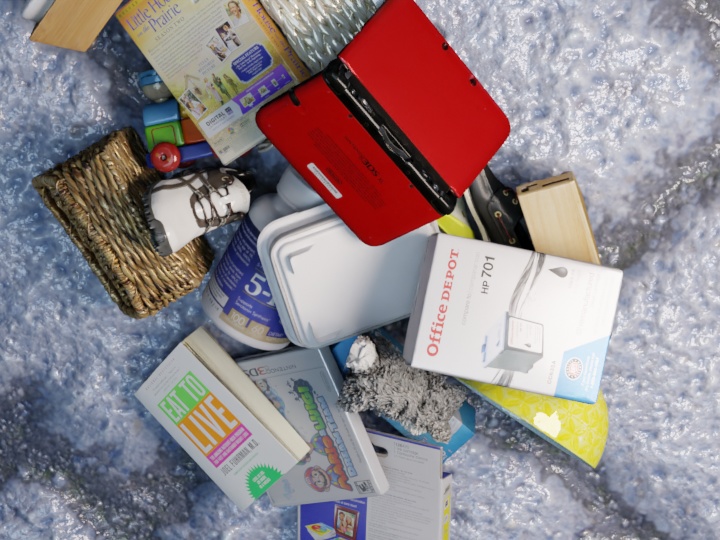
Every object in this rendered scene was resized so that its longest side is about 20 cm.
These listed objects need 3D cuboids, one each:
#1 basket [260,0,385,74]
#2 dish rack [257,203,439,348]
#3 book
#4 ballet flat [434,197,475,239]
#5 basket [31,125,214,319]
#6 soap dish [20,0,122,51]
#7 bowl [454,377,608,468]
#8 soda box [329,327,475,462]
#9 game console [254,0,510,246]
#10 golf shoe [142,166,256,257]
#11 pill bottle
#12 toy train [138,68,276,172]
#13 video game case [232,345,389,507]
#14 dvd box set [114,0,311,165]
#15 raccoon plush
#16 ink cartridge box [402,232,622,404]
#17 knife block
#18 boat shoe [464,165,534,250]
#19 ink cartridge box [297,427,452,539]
[{"bbox_3d":[-0.030,-0.288,1.372,0.123,0.136,0.200,-35,105,9],"label":"basket"},{"bbox_3d":[0.000,0.000,1.441,0.200,0.044,0.172,-20,121,-6],"label":"dish rack"},{"bbox_3d":[-0.172,0.185,1.600,0.200,0.048,0.134,46,125,2],"label":"book"},{"bbox_3d":[0.077,-0.075,1.498,0.200,0.067,0.067,37,81,-8],"label":"ballet flat"},{"bbox_3d":[-0.287,-0.038,1.500,0.149,0.143,0.200,-27,106,14],"label":"basket"},{"bbox_3d":[-0.268,-0.334,1.377,0.081,0.157,0.200,34,112,-20],"label":"soap dish"},{"bbox_3d":[0.213,0.129,1.510,0.200,0.200,0.108,33,87,-8],"label":"bowl"},{"bbox_3d":[0.047,0.140,1.579,0.200,0.068,0.064,40,110,-10],"label":"soda box"},{"bbox_3d":[0.024,-0.150,1.342,0.172,0.119,0.200,-25,119,36],"label":"game console"},{"bbox_3d":[-0.175,-0.076,1.440,0.094,0.200,0.078,-10,111,15],"label":"golf shoe"},{"bbox_3d":[-0.089,-0.019,1.501,0.120,0.120,0.200,28,112,-6],"label":"pill bottle"},{"bbox_3d":[-0.150,-0.183,1.469,0.200,0.085,0.116,-11,97,10],"label":"toy train"},{"bbox_3d":[-0.075,0.190,1.584,0.182,0.024,0.200,-14,105,38],"label":"video game case"},{"bbox_3d":[-0.148,-0.225,1.366,0.146,0.029,0.200,-30,101,35],"label":"dvd box set"},{"bbox_3d":[0.048,0.139,1.449,0.134,0.200,0.097,24,92,7],"label":"raccoon plush"},{"bbox_3d":[0.158,0.049,1.378,0.200,0.086,0.147,11,90,-4],"label":"ink cartridge box"},{"bbox_3d":[0.234,-0.006,1.450,0.064,0.200,0.176,-16,80,11],"label":"knife block"},{"bbox_3d":[0.155,-0.070,1.480,0.063,0.074,0.201,-17,110,15],"label":"boat shoe"},{"bbox_3d":[0.016,0.276,1.620,0.198,0.047,0.200,11,113,23],"label":"ink cartridge box"}]
